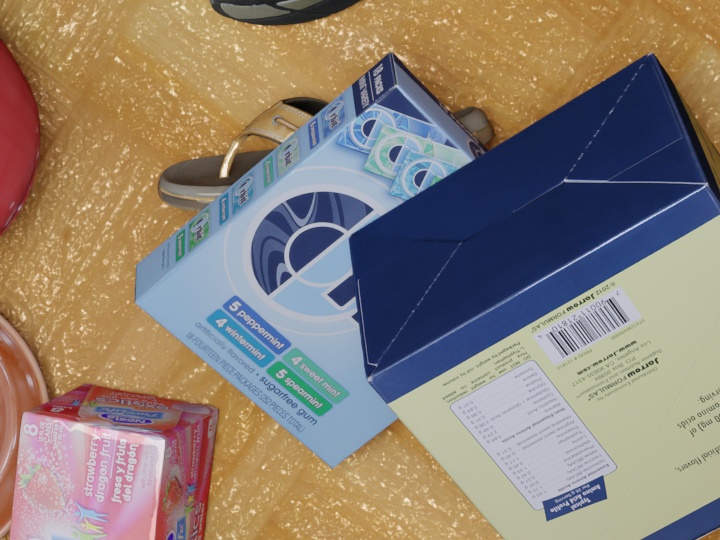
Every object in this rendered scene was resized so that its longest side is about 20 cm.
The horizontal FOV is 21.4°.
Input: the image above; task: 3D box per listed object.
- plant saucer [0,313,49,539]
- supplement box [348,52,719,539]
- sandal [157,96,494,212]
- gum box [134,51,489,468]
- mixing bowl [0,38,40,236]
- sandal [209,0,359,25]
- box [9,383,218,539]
[{"bbox_3d":[-0.294,0.098,1.189,0.199,0.032,0.201,-4,103,-16],"label":"plant saucer"},{"bbox_3d":[0.132,0.036,1.018,0.199,0.135,0.200,-30,122,16],"label":"supplement box"},{"bbox_3d":[-0.023,-0.078,1.115,0.199,0.080,0.054,-11,107,9],"label":"sandal"},{"bbox_3d":[0.000,0.000,1.090,0.200,0.045,0.170,-38,118,18],"label":"gum box"},{"bbox_3d":[-0.264,-0.073,1.141,0.200,0.108,0.201,-25,51,35],"label":"mixing bowl"},{"bbox_3d":[0.000,-0.206,1.105,0.200,0.080,0.058,-32,71,9],"label":"sandal"},{"bbox_3d":[-0.156,0.181,1.168,0.094,0.103,0.201,9,99,13],"label":"box"}]
